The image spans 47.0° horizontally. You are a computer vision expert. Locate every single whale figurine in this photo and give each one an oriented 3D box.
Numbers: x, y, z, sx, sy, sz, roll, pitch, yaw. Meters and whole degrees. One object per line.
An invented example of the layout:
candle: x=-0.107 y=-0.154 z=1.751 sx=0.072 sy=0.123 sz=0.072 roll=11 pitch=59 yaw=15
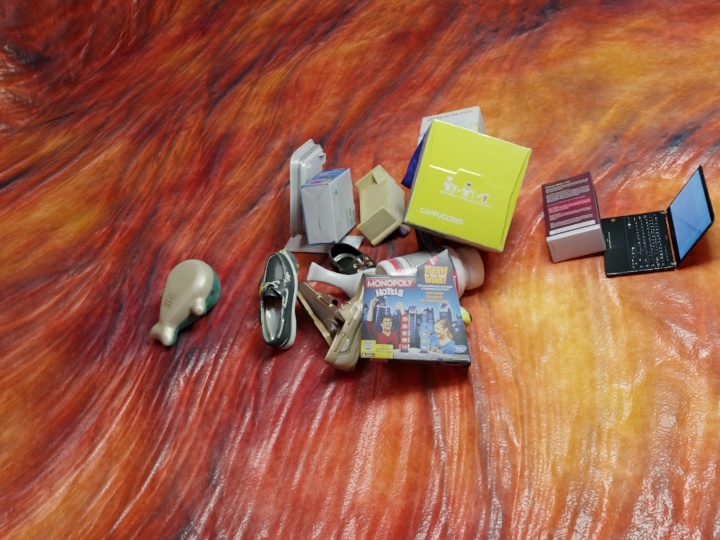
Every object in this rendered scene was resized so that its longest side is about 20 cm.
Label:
whale figurine: x=-0.385 y=0.079 z=1.835 sx=0.157 sy=0.104 sz=0.203 roll=15 pitch=73 yaw=40

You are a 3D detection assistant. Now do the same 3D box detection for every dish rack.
dish rack: x=-0.119 y=-0.190 z=1.929 sx=0.043 sy=0.204 sz=0.172 roll=8 pitch=25 yaw=12

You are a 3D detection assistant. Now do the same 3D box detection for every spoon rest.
spoon rest: x=-0.012 y=0.031 z=1.695 sx=0.197 sy=0.060 sz=0.101 roll=18 pitch=91 yaw=25

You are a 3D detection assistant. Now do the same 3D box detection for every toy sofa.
toy sofa: x=0.048 y=-0.144 z=1.914 sx=0.082 sy=0.097 sz=0.202 roll=-35 pitch=31 yaw=22

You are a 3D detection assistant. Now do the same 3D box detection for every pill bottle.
pill bottle: x=0.136 y=0.015 z=1.609 sx=0.197 sy=0.112 sz=0.111 roll=-15 pitch=33 yaw=-18

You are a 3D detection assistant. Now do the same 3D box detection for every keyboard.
keyboard: x=-0.087 y=-0.061 z=1.919 sx=0.197 sy=0.011 sz=0.057 roll=3 pitch=42 yaw=30

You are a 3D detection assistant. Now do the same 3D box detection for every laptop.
laptop: x=0.554 y=-0.094 z=1.563 sx=0.196 sy=0.104 sz=0.179 roll=-7 pitch=37 yaw=18

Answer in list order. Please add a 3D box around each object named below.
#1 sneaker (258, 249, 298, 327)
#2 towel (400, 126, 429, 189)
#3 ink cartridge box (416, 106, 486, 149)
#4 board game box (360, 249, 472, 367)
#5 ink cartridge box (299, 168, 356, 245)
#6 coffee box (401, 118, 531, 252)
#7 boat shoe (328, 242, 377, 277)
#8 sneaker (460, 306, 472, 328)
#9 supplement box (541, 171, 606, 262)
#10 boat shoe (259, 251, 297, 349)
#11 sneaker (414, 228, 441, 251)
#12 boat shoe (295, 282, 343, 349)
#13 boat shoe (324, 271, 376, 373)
sneaker: x=-0.184 y=0.053 z=1.785 sx=0.084 sy=0.074 sz=0.202 roll=-33 pitch=33 yaw=42
towel: x=0.200 y=-0.204 z=1.777 sx=0.198 sy=0.149 sz=0.050 roll=30 pitch=33 yaw=2
ink cartridge box: x=0.216 y=-0.255 z=1.902 sx=0.143 sy=0.146 sz=0.202 roll=-8 pitch=39 yaw=19
board game box: x=0.102 y=0.065 z=1.487 sx=0.196 sy=0.062 sz=0.204 roll=3 pitch=75 yaw=3
ink cartridge box: x=-0.066 y=-0.150 z=1.882 sx=0.075 sy=0.139 sz=0.200 roll=-1 pitch=18 yaw=18
coffee box: x=0.200 y=-0.160 z=1.625 sx=0.196 sy=0.204 sz=0.198 roll=17 pitch=2 yaw=0
boat shoe: x=-0.002 y=0.001 z=1.755 sx=0.073 sy=0.064 sz=0.201 roll=-32 pitch=39 yaw=-20
sneaker: x=0.114 y=0.123 z=1.539 sx=0.196 sy=0.079 sz=0.091 roll=-15 pitch=51 yaw=10
supplement box: x=0.429 y=-0.111 z=1.678 sx=0.107 sy=0.061 sz=0.202 roll=-14 pitch=36 yaw=20
boat shoe: x=-0.170 y=0.056 z=1.675 sx=0.075 sy=0.060 sz=0.204 roll=-18 pitch=70 yaw=28
sneaker: x=0.156 y=-0.092 z=1.787 sx=0.077 sy=0.076 sz=0.202 roll=-11 pitch=38 yaw=7
boat shoe: x=-0.073 y=0.084 z=1.677 sx=0.070 sy=0.071 sz=0.200 roll=-33 pitch=46 yaw=-8
boat shoe: x=-0.017 y=0.089 z=1.571 sx=0.063 sy=0.071 sz=0.203 roll=19 pitch=68 yaw=-8
